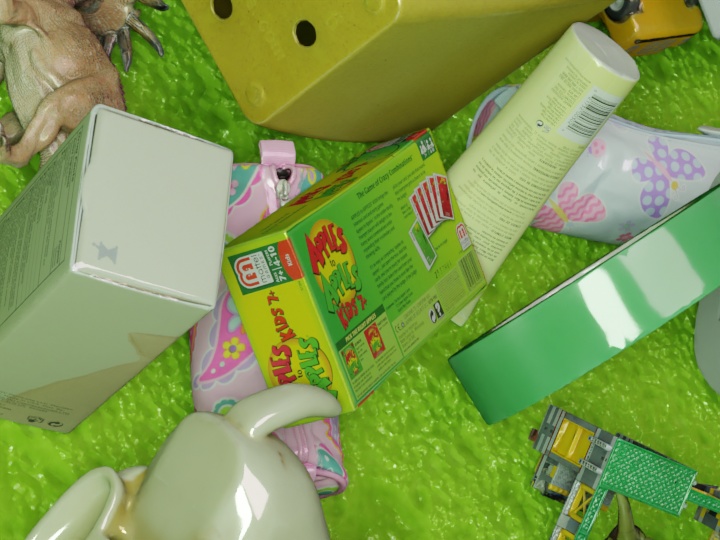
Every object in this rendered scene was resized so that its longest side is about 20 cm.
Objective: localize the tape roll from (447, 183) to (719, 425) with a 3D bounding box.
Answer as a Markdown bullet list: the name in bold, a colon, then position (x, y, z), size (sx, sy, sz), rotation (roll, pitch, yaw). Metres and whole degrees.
- **tape roll**: position (0.146, 0.018, 1.280), size (0.200, 0.200, 0.048), rotation (-31, 88, -35)

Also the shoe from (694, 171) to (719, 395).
- **shoe**: position (0.267, -0.009, 1.368), size (0.090, 0.201, 0.072), rotation (-25, 50, -23)

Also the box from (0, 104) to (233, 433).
- **box**: position (-0.143, 0.005, 1.120), size (0.077, 0.200, 0.096), rotation (17, 63, -23)

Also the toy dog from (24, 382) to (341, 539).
- **toy dog**: position (-0.055, 0.165, 1.141), size (0.200, 0.139, 0.195), rotation (44, 70, -44)

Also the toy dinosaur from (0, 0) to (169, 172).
- **toy dinosaur**: position (-0.163, -0.110, 1.231), size (0.135, 0.086, 0.202), rotation (0, 76, -37)

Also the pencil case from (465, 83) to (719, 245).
- **pencil case**: position (0.164, -0.060, 1.387), size (0.198, 0.091, 0.084), rotation (9, 44, -24)

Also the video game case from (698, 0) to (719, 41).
- **video game case**: position (0.230, -0.242, 1.478), size (0.182, 0.022, 0.202), rotation (1, 67, -68)

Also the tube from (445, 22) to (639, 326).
- **tube**: position (0.085, -0.057, 1.295), size (0.058, 0.200, 0.052), rotation (49, 27, 23)

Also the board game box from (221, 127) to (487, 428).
- **board game box**: position (0.000, 0.000, 1.210), size (0.200, 0.047, 0.102), rotation (-39, 109, -60)

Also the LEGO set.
- **LEGO set**: position (0.165, 0.167, 1.310), size (0.198, 0.116, 0.155), rotation (14, 93, -20)

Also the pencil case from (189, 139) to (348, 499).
- **pencil case**: position (-0.054, 0.032, 1.231), size (0.087, 0.087, 0.202), rotation (7, 68, -27)

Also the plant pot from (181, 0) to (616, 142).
- **plant pot**: position (-0.002, -0.187, 1.255), size (0.176, 0.199, 0.201), rotation (-23, 83, -50)

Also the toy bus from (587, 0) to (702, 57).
- **toy bus**: position (0.159, -0.237, 1.464), size (0.065, 0.078, 0.202), rotation (-10, 76, -33)
